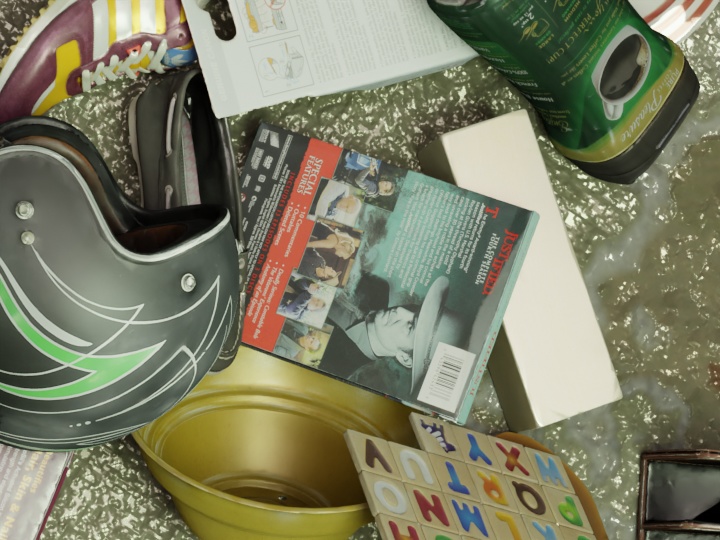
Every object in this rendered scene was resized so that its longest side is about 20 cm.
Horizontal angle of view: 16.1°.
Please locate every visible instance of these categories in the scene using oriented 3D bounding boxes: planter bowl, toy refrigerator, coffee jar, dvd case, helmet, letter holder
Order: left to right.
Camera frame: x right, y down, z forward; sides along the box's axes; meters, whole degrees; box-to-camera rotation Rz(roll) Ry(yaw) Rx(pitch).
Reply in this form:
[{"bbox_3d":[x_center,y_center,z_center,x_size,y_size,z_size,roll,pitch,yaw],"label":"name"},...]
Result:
[{"bbox_3d":[-0.175,0.013,1.523,0.191,0.200,0.200,41,78,-10],"label":"helmet"},{"bbox_3d":[-0.056,0.129,1.613,0.199,0.201,0.084,5,118,-10],"label":"planter bowl"},{"bbox_3d":[0.000,0.000,1.644,0.199,0.022,0.147,18,84,21],"label":"dvd case"},{"bbox_3d":[0.107,0.001,1.687,0.070,0.076,0.201,-18,87,-12],"label":"toy refrigerator"},{"bbox_3d":[0.137,-0.149,1.669,0.200,0.085,0.104,45,75,-34],"label":"coffee jar"},{"bbox_3d":[0.296,0.173,1.669,0.199,0.142,0.101,5,82,-11],"label":"letter holder"}]

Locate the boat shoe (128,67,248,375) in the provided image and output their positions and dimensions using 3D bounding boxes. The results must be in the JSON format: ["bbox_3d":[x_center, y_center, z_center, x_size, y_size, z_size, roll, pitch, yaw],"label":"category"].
[{"bbox_3d":[-0.105,-0.035,1.632,0.067,0.057,0.201,6,65,-44],"label":"boat shoe"}]

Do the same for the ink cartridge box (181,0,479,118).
[{"bbox_3d":[-0.031,-0.195,1.683,0.199,0.057,0.163,-16,88,-18],"label":"ink cartridge box"}]

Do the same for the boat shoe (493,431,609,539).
[{"bbox_3d":[0.137,0.200,1.669,0.070,0.070,0.200,-25,68,-27],"label":"boat shoe"}]

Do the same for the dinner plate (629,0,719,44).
[{"bbox_3d":[0.163,-0.222,1.704,0.199,0.024,0.201,-8,124,-12],"label":"dinner plate"}]

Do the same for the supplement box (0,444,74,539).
[{"bbox_3d":[-0.292,0.125,1.590,0.199,0.086,0.111,23,79,-7],"label":"supplement box"}]

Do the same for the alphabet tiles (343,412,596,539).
[{"bbox_3d":[0.079,0.157,1.564,0.199,0.008,0.168,19,35,-38],"label":"alphabet tiles"}]

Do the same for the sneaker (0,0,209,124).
[{"bbox_3d":[-0.155,-0.152,1.654,0.090,0.075,0.200,40,79,2],"label":"sneaker"}]
